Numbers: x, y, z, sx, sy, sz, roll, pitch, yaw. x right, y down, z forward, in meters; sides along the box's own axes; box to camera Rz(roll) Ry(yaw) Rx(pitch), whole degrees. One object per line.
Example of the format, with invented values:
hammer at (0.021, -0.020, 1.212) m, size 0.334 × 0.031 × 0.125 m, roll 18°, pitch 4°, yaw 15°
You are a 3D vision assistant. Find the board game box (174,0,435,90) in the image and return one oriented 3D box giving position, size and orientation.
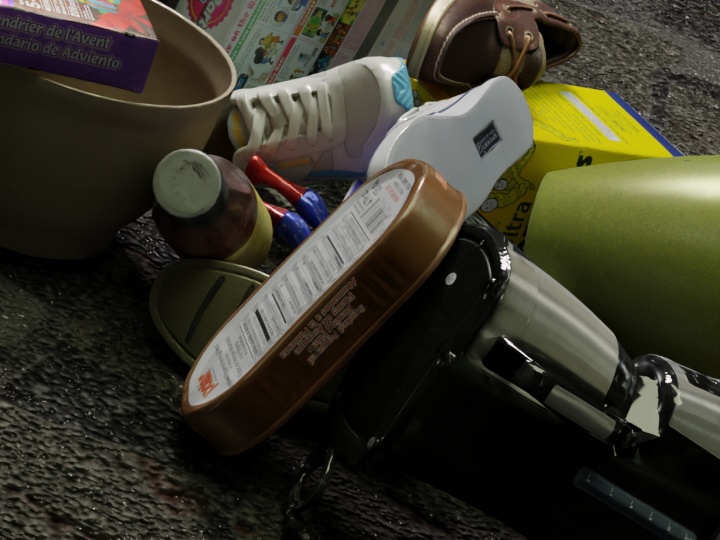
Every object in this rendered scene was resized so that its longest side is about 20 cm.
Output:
board game box at (-0.036, -0.170, 1.832) m, size 0.200 × 0.148 × 0.064 m, roll 15°, pitch 21°, yaw -48°

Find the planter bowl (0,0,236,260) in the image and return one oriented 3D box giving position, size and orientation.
planter bowl at (-0.192, -0.092, 1.596) m, size 0.199 × 0.135 × 0.200 m, roll 19°, pitch 24°, yaw -9°

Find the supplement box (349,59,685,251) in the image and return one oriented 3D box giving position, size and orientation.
supplement box at (0.113, -0.068, 1.836) m, size 0.199 × 0.109 × 0.110 m, roll 5°, pitch 28°, yaw -32°

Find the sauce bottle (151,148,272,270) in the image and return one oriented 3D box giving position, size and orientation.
sauce bottle at (-0.090, -0.036, 1.545) m, size 0.066 × 0.066 × 0.200 m, roll 24°, pitch -8°, yaw 5°

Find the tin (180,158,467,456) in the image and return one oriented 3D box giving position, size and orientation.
tin at (-0.023, 0.018, 1.432) m, size 0.042 × 0.200 × 0.112 m, roll 43°, pitch 5°, yaw -13°

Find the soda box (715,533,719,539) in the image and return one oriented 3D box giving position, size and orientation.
soda box at (0.273, 0.187, 1.487) m, size 0.199 × 0.064 × 0.068 m, roll 23°, pitch 23°, yaw 1°

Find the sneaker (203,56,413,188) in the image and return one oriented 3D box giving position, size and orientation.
sneaker at (-0.040, -0.093, 1.712) m, size 0.081 × 0.077 × 0.200 m, roll 2°, pitch -14°, yaw -38°

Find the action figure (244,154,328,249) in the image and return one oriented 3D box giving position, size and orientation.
action figure at (0.000, 0.000, 1.673) m, size 0.200 × 0.052 × 0.065 m, roll 30°, pitch 30°, yaw 8°

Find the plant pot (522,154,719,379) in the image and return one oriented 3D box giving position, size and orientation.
plant pot at (0.213, -0.002, 1.728) m, size 0.199 × 0.188 × 0.187 m, roll 12°, pitch 22°, yaw 11°

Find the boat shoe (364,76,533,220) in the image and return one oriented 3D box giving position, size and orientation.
boat shoe at (0.044, -0.066, 1.613) m, size 0.065 × 0.074 × 0.200 m, roll -17°, pitch 6°, yaw 31°

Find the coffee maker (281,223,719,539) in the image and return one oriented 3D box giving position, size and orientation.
coffee maker at (0.091, 0.099, 1.424) m, size 0.200 × 0.192 × 0.135 m, roll 33°, pitch 30°, yaw -21°

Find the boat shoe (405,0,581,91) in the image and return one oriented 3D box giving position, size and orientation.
boat shoe at (0.099, -0.158, 1.797) m, size 0.072 × 0.072 × 0.200 m, roll 28°, pitch 18°, yaw 20°

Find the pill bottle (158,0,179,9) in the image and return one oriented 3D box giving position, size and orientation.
pill bottle at (-0.196, -0.208, 1.867) m, size 0.200 × 0.115 × 0.114 m, roll -4°, pitch 34°, yaw -45°

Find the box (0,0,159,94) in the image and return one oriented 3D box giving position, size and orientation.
box at (-0.208, -0.178, 1.549) m, size 0.136 × 0.039 × 0.200 m, roll 10°, pitch 26°, yaw -23°

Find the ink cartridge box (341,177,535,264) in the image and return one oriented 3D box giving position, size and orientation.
ink cartridge box at (0.072, 0.013, 1.594) m, size 0.200 × 0.043 × 0.198 m, roll 40°, pitch 14°, yaw -5°

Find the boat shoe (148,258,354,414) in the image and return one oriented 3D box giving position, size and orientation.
boat shoe at (-0.030, 0.051, 1.524) m, size 0.199 × 0.075 × 0.068 m, roll 23°, pitch -1°, yaw 13°
